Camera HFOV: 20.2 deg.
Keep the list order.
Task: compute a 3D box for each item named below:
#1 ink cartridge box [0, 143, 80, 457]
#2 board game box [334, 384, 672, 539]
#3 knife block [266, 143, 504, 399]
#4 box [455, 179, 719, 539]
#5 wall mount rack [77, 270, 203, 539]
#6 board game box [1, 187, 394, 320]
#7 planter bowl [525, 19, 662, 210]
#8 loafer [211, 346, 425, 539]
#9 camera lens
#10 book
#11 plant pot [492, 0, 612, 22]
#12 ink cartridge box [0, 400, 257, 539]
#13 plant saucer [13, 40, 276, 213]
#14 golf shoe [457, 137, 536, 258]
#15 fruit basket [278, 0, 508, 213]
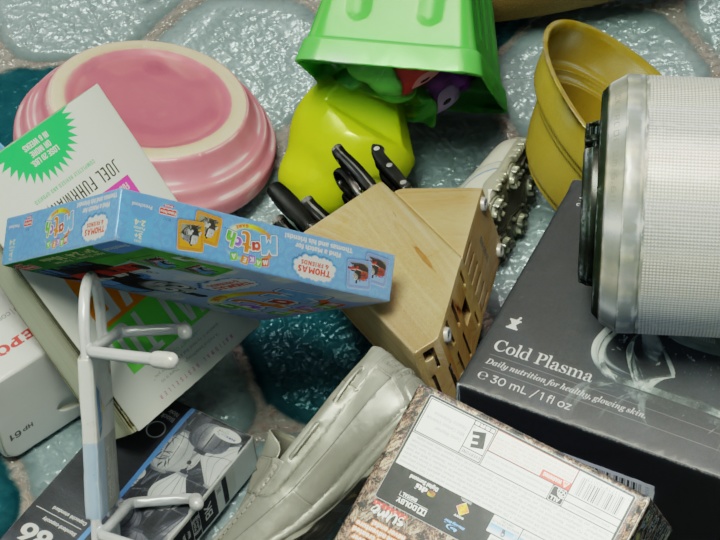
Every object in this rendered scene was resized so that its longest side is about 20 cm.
[{"bbox_3d":[-0.255,0.017,1.439,0.144,0.085,0.200,-35,57,-23],"label":"ink cartridge box"},{"bbox_3d":[0.067,0.197,1.206,0.159,0.097,0.200,26,81,24],"label":"board game box"},{"bbox_3d":[0.000,0.000,1.369,0.175,0.064,0.200,-1,47,22],"label":"knife block"},{"bbox_3d":[0.192,0.071,1.332,0.200,0.124,0.197,18,52,19],"label":"box"},{"bbox_3d":[-0.134,0.101,1.225,0.074,0.200,0.174,-3,6,2],"label":"wall mount rack"},{"bbox_3d":[-0.103,-0.007,1.277,0.200,0.151,0.037,12,77,-34],"label":"board game box"},{"bbox_3d":[0.181,-0.080,1.456,0.200,0.083,0.200,32,30,-22],"label":"planter bowl"},{"bbox_3d":[-0.038,0.132,1.285,0.200,0.070,0.070,-42,70,5],"label":"loafer"},{"bbox_3d":[0.235,-0.037,1.234,0.200,0.160,0.160,3,51,6],"label":"camera lens"},{"bbox_3d":[-0.171,-0.007,1.353,0.134,0.048,0.200,-41,102,-34],"label":"book"},{"bbox_3d":[0.137,-0.279,1.608,0.200,0.186,0.186,-23,51,3],"label":"plant pot"},{"bbox_3d":[-0.163,0.168,1.329,0.099,0.039,0.200,23,54,23],"label":"ink cartridge box"},{"bbox_3d":[-0.162,-0.112,1.531,0.200,0.051,0.201,5,41,-4],"label":"plant saucer"},{"bbox_3d":[0.058,-0.030,1.461,0.097,0.078,0.200,16,52,25],"label":"golf shoe"},{"bbox_3d":[0.023,-0.125,1.491,0.155,0.216,0.216,6,51,11],"label":"fruit basket"}]
